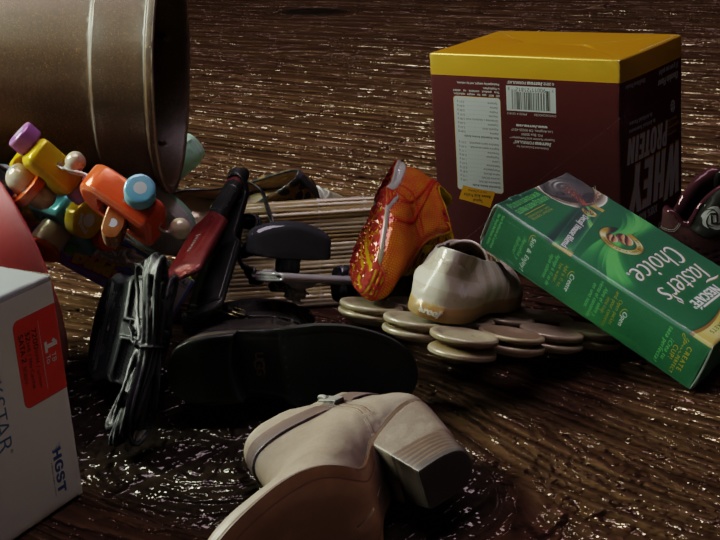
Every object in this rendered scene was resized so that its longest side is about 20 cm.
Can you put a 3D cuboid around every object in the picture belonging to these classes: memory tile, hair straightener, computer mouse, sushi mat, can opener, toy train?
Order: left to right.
[{"bbox_3d":[-0.206,-0.032,0.975,0.056,0.150,0.200,-55,-2,-21],"label":"toy train"},{"bbox_3d":[-0.165,0.054,0.978,0.052,0.140,0.200,12,0,-19],"label":"computer mouse"},{"bbox_3d":[-0.110,-0.021,1.083,0.041,0.077,0.201,-20,27,17],"label":"hair straightener"},{"bbox_3d":[-0.038,-0.016,1.159,0.198,0.097,0.012,-4,3,4],"label":"sushi mat"},{"bbox_3d":[0.000,0.000,1.081,0.198,0.067,0.052,7,-2,-31],"label":"can opener"},{"bbox_3d":[0.094,0.042,0.997,0.199,0.017,0.153,1,10,-44],"label":"memory tile"}]

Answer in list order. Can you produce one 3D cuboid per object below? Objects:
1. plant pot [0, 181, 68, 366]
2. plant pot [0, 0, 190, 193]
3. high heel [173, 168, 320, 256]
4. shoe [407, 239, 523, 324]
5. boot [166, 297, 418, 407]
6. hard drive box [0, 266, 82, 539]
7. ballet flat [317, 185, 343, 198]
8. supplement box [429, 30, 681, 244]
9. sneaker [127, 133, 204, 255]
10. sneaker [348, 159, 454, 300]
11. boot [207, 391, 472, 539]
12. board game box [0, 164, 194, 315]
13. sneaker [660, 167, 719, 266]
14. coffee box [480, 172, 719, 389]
[{"bbox_3d":[-0.344,0.031,0.977,0.176,0.202,0.200,-28,28,-28],"label":"plant pot"},{"bbox_3d":[-0.247,-0.166,1.045,0.196,0.202,0.200,2,19,1],"label":"plant pot"},{"bbox_3d":[-0.138,-0.070,1.211,0.198,0.143,0.072,12,58,-6],"label":"high heel"},{"bbox_3d":[0.089,0.003,1.017,0.069,0.054,0.200,10,8,16],"label":"shoe"},{"bbox_3d":[-0.053,0.054,1.005,0.198,0.070,0.174,4,11,2],"label":"boot"},{"bbox_3d":[-0.268,0.101,0.770,0.076,0.157,0.200,6,22,29],"label":"hard drive box"},{"bbox_3d":[-0.080,-0.064,1.356,0.067,0.063,0.199,11,24,39],"label":"ballet flat"},{"bbox_3d":[0.185,-0.112,1.216,0.196,0.202,0.132,9,22,35],"label":"supplement box"},{"bbox_3d":[-0.177,-0.087,1.161,0.118,0.074,0.200,-32,38,-26],"label":"sneaker"},{"bbox_3d":[0.041,-0.032,1.048,0.077,0.073,0.200,28,30,-2],"label":"sneaker"},{"bbox_3d":[-0.033,0.128,0.792,0.199,0.071,0.146,-15,15,-30],"label":"boot"},{"bbox_3d":[-0.258,-0.033,1.154,0.199,0.045,0.134,32,-2,-32],"label":"board game box"},{"bbox_3d":[0.343,-0.036,1.087,0.198,0.117,0.076,-7,19,-7],"label":"sneaker"},{"bbox_3d":[0.205,0.001,1.004,0.199,0.044,0.123,37,35,25],"label":"coffee box"}]
